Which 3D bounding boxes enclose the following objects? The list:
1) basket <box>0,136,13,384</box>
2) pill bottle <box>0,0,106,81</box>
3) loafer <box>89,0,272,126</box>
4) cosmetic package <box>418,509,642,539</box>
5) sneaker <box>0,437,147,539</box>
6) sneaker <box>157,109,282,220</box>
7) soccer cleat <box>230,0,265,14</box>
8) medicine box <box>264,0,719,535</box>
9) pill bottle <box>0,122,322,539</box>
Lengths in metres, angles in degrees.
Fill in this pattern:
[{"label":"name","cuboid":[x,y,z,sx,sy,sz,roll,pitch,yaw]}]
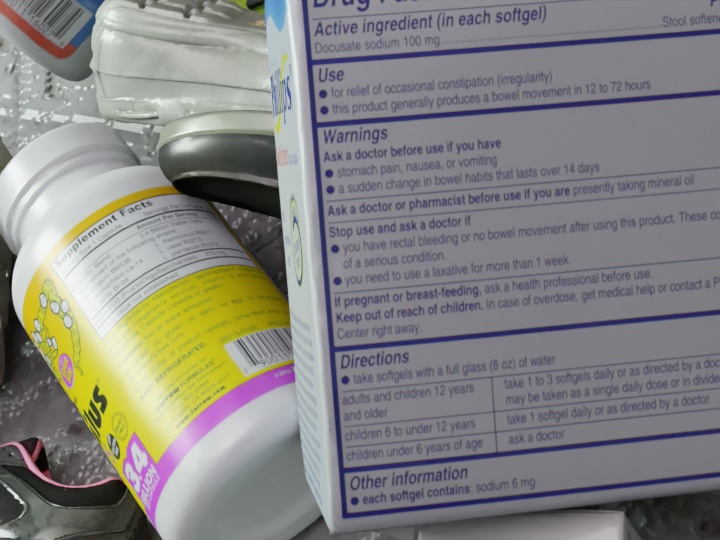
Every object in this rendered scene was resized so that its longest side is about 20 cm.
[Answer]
[{"label":"basket","cuboid":[-0.270,-0.015,0.841,0.198,0.139,0.178,-5,66,8]},{"label":"pill bottle","cuboid":[-0.113,-0.201,0.862,0.200,0.112,0.112,-46,60,8]},{"label":"loafer","cuboid":[-0.033,-0.080,0.813,0.198,0.070,0.070,16,114,19]},{"label":"cosmetic package","cuboid":[0.065,0.199,0.648,0.084,0.108,0.202,-2,69,19]},{"label":"sneaker","cuboid":[-0.184,0.116,0.805,0.198,0.079,0.096,11,50,23]},{"label":"sneaker","cuboid":[0.000,0.000,0.738,0.198,0.075,0.107,13,83,8]},{"label":"soccer cleat","cuboid":[0.013,-0.189,0.855,0.200,0.083,0.065,-46,57,21]},{"label":"medicine box","cuboid":[0.063,-0.017,0.654,0.180,0.103,0.202,-5,93,-7]},{"label":"pill bottle","cuboid":[-0.088,0.026,0.777,0.104,0.104,0.200,-40,60,0]}]
